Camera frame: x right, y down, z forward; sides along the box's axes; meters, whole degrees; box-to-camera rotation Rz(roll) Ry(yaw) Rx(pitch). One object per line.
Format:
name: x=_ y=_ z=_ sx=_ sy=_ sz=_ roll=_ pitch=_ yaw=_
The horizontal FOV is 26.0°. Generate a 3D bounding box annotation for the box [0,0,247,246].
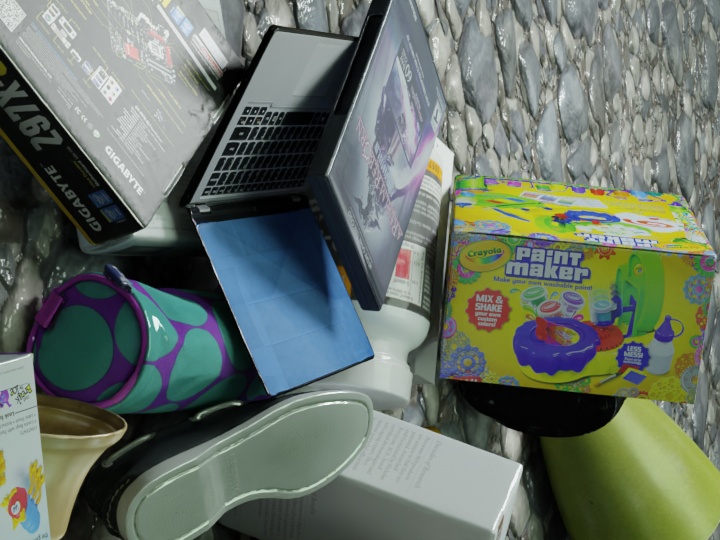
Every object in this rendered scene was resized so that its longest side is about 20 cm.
box: x=-0.163 y=-0.140 z=0.898 sx=0.200 sy=0.049 sz=0.160 roll=54 pitch=39 yaw=-27

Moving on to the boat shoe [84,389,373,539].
boat shoe: x=-0.080 y=0.114 z=0.989 sx=0.199 sy=0.060 sz=0.076 roll=-14 pitch=116 yaw=-39

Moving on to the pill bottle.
pill bottle: x=0.000 y=0.000 z=1.202 sx=0.116 sy=0.116 sz=0.201 roll=34 pitch=58 yaw=-59

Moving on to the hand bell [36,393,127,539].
hand bell: x=-0.195 y=0.174 z=0.857 sx=0.104 sy=0.104 sz=0.201 roll=-2 pitch=103 yaw=-64

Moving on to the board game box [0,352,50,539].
board game box: x=-0.219 y=0.147 z=0.757 sx=0.105 sy=0.102 sz=0.201 roll=-15 pitch=102 yaw=-64

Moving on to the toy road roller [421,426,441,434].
toy road roller: x=0.022 y=0.205 z=1.241 sx=0.200 sy=0.122 sz=0.147 roll=0 pitch=76 yaw=-69

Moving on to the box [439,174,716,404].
box: x=0.168 y=0.009 z=1.260 sx=0.193 sy=0.199 sz=0.123 roll=-74 pitch=170 yaw=-74

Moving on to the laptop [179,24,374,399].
laptop: x=-0.023 y=-0.043 z=1.036 sx=0.201 sy=0.116 sz=0.187 roll=-62 pitch=164 yaw=15

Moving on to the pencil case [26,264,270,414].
pencil case: x=-0.120 y=0.045 z=0.989 sx=0.092 sy=0.085 sz=0.200 roll=49 pitch=16 yaw=21

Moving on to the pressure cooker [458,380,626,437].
pressure cooker: x=0.190 y=0.039 z=1.527 sx=0.179 sy=0.175 sz=0.201 roll=57 pitch=39 yaw=-41

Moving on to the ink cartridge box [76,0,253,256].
ink cartridge box: x=-0.137 y=-0.110 z=1.025 sx=0.162 sy=0.057 sz=0.201 roll=0 pitch=74 yaw=-64

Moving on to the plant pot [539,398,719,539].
plant pot: x=0.277 y=0.205 z=1.727 sx=0.200 sy=0.186 sz=0.188 roll=55 pitch=39 yaw=-25

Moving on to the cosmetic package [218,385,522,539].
cosmetic package: x=0.004 y=0.155 z=1.081 sx=0.074 sy=0.199 sz=0.102 roll=-60 pitch=164 yaw=-46

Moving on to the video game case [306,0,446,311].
video game case: x=0.016 y=-0.094 z=1.093 sx=0.143 sy=0.019 sz=0.201 roll=68 pitch=32 yaw=-48

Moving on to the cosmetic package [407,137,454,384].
cosmetic package: x=0.026 y=-0.008 z=1.297 sx=0.051 sy=0.082 sz=0.201 roll=31 pitch=62 yaw=-59

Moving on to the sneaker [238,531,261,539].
sneaker: x=-0.048 y=0.229 z=1.119 sx=0.075 sy=0.090 sz=0.201 roll=63 pitch=36 yaw=-42
